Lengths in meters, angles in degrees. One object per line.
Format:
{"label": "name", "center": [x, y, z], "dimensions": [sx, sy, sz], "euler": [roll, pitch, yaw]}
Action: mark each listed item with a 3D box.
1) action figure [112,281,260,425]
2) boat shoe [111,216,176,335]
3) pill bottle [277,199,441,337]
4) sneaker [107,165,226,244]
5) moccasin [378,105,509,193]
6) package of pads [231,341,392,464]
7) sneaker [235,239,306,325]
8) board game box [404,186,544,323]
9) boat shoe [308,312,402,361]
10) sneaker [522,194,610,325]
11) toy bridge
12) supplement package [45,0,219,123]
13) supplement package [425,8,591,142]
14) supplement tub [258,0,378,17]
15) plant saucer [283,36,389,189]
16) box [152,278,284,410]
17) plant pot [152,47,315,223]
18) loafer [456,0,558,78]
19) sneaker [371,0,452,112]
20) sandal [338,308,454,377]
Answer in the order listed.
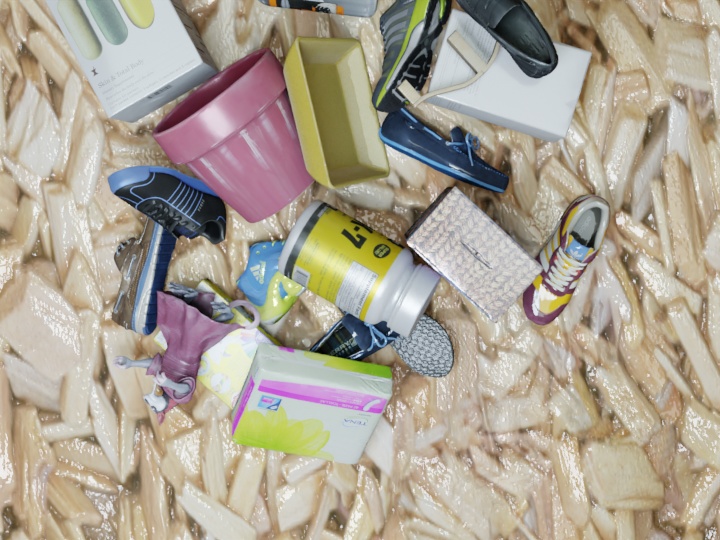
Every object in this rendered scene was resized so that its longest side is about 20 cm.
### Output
{"label": "action figure", "center": [-0.249, 0.120, 1.661], "dimensions": [0.148, 0.134, 0.202], "euler": [3, 112, -40]}
{"label": "boat shoe", "center": [-0.314, -0.013, 1.694], "dimensions": [0.071, 0.072, 0.203], "euler": [12, 89, 11]}
{"label": "pill bottle", "center": [0.000, 0.000, 1.582], "dimensions": [0.198, 0.114, 0.115], "euler": [29, 94, 7]}
{"label": "sneaker", "center": [-0.257, -0.087, 1.628], "dimensions": [0.070, 0.199, 0.079], "euler": [-26, 66, 35]}
{"label": "moccasin", "center": [0.123, -0.173, 1.669], "dimensions": [0.198, 0.080, 0.069], "euler": [26, 90, -1]}
{"label": "package of pads", "center": [-0.070, 0.189, 1.651], "dimensions": [0.198, 0.069, 0.156], "euler": [12, 127, -17]}
{"label": "sneaker", "center": [-0.099, -0.022, 1.686], "dimensions": [0.105, 0.076, 0.200], "euler": [43, 95, -1]}
{"label": "board game box", "center": [0.149, -0.026, 1.617], "dimensions": [0.159, 0.200, 0.097], "euler": [42, 94, -2]}
{"label": "boat shoe", "center": [0.003, 0.092, 1.662], "dimensions": [0.200, 0.069, 0.084], "euler": [-45, 80, 14]}
{"label": "sneaker", "center": [0.287, -0.015, 1.669], "dimensions": [0.074, 0.090, 0.202], "euler": [24, 94, 0]}
{"label": "toy bridge", "center": [0.141, -0.285, 1.565], "dimensions": [0.200, 0.027, 0.067], "euler": [-43, 91, 1]}
{"label": "supplement package", "center": [-0.314, -0.330, 1.631], "dimensions": [0.151, 0.151, 0.202], "euler": [-29, 93, 4]}
{"label": "supplement package", "center": [0.200, -0.265, 1.639], "dimensions": [0.198, 0.120, 0.123], "euler": [18, 92, 0]}
{"label": "supplement tub", "center": [-0.069, -0.419, 1.634], "dimensions": [0.197, 0.123, 0.124], "euler": [7, 94, 1]}
{"label": "plant saucer", "center": [-0.039, -0.214, 1.626], "dimensions": [0.048, 0.199, 0.203], "euler": [-11, 94, 27]}
{"label": "box", "center": [-0.186, 0.120, 1.712], "dimensions": [0.200, 0.048, 0.118], "euler": [42, 94, 1]}
{"label": "plant pot", "center": [-0.155, -0.174, 1.628], "dimensions": [0.199, 0.200, 0.180], "euler": [-34, 108, 3]}
{"label": "loafer", "center": [0.182, -0.332, 1.515], "dimensions": [0.068, 0.070, 0.201], "euler": [-41, 92, -1]}
{"label": "sneaker", "center": [0.059, -0.317, 1.664], "dimensions": [0.080, 0.074, 0.202], "euler": [22, 87, 34]}
{"label": "sandal", "center": [0.057, 0.076, 1.707], "dimensions": [0.200, 0.048, 0.076], "euler": [37, 101, 12]}
